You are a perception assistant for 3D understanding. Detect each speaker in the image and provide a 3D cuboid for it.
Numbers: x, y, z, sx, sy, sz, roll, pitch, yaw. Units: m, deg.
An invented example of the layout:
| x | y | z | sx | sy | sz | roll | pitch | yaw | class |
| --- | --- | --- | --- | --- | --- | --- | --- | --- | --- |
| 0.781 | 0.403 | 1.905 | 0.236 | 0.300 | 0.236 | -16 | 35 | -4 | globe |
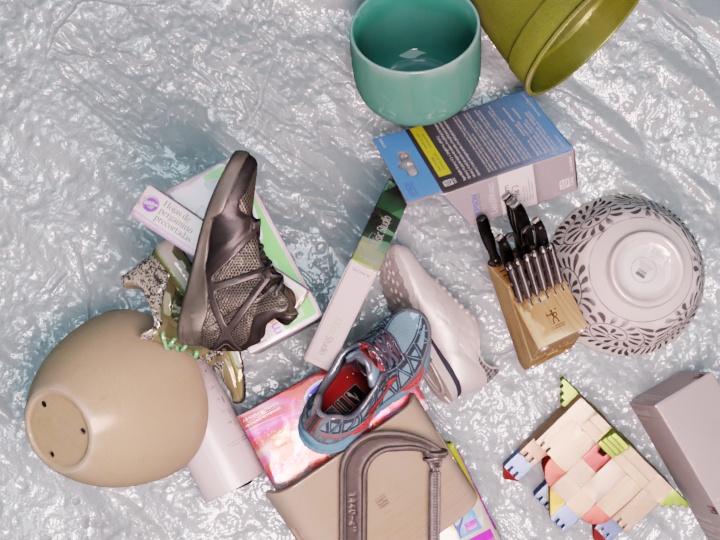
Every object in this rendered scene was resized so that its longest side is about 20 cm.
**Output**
| x | y | z | sx | sy | sz | roll | pitch | yaw | class |
| --- | --- | --- | --- | --- | --- | --- | --- | --- | --- |
| -0.189 | 0.165 | 1.320 | 0.081 | 0.081 | 0.200 | -28 | 88 | -5 | speaker |

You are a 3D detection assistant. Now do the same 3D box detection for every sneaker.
| x | y | z | sx | sy | sz | roll | pitch | yaw | class |
| --- | --- | --- | --- | --- | --- | --- | --- | --- | --- |
| -0.106 | -0.014 | 1.126 | 0.114 | 0.076 | 0.200 | 12 | 91 | -1 | sneaker |
| -0.191 | 0.065 | 1.231 | 0.089 | 0.077 | 0.200 | -30 | 80 | -8 | sneaker |
| 0.015 | 0.109 | 1.216 | 0.079 | 0.096 | 0.200 | 35 | 63 | 13 | sneaker |
| 0.090 | 0.055 | 1.356 | 0.080 | 0.076 | 0.200 | -25 | 92 | -16 | sneaker |

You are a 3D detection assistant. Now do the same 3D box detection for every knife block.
| x | y | z | sx | sy | sz | roll | pitch | yaw | class |
| --- | --- | --- | --- | --- | --- | --- | --- | --- | --- |
| 0.188 | 0.011 | 1.309 | 0.064 | 0.200 | 0.176 | -24 | 75 | -4 | knife block |

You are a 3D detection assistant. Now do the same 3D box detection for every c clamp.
| x | y | z | sx | sy | sz | roll | pitch | yaw | class |
| --- | --- | --- | --- | --- | --- | --- | --- | --- | --- |
| 0.057 | 0.265 | 1.234 | 0.171 | 0.027 | 0.200 | -7 | 99 | -10 | c clamp |

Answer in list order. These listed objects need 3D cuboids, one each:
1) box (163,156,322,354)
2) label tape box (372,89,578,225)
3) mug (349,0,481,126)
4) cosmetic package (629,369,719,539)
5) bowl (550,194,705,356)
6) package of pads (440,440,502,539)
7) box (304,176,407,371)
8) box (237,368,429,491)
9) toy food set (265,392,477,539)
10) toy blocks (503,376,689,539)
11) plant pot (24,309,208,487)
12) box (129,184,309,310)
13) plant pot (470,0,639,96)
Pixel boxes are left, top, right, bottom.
| x | y | z | sx | sy | sz | roll | pitch | yaw | class |
| --- | --- | --- | --- | --- | --- | --- | --- | --- | --- |
| -0.131 | -0.011 | 1.290 | 0.097 | 0.176 | 0.200 | -28 | 87 | -5 | box |
| 0.132 | -0.124 | 1.331 | 0.200 | 0.144 | 0.063 | -18 | 130 | -5 | label tape box |
| 0.070 | -0.257 | 1.346 | 0.152 | 0.114 | 0.185 | 10 | 55 | 13 | mug |
| 0.411 | 0.221 | 1.336 | 0.090 | 0.107 | 0.200 | -32 | 86 | -6 | cosmetic package |
| 0.328 | 0.003 | 1.355 | 0.200 | 0.094 | 0.201 | 0 | 86 | -3 | bowl |
| 0.048 | 0.300 | 1.328 | 0.200 | 0.068 | 0.155 | -26 | 87 | -5 | package of pads |
| 0.000 | 0.000 | 1.262 | 0.036 | 0.200 | 0.144 | 24 | 123 | -2 | box |
| -0.032 | 0.163 | 1.321 | 0.200 | 0.095 | 0.103 | -27 | 86 | -5 | box |
| 0.015 | 0.247 | 1.262 | 0.200 | 0.060 | 0.144 | -34 | 103 | -11 | toy food set |
| 0.262 | 0.245 | 1.341 | 0.200 | 0.100 | 0.137 | 45 | 96 | 2 | toy blocks |
| -0.286 | 0.153 | 1.245 | 0.200 | 0.134 | 0.201 | 6 | 103 | 26 | plant pot |
| -0.145 | -0.018 | 1.182 | 0.200 | 0.041 | 0.039 | 34 | 88 | 3 | box |
| 0.203 | -0.344 | 1.341 | 0.200 | 0.200 | 0.193 | -42 | 76 | -5 | plant pot |
